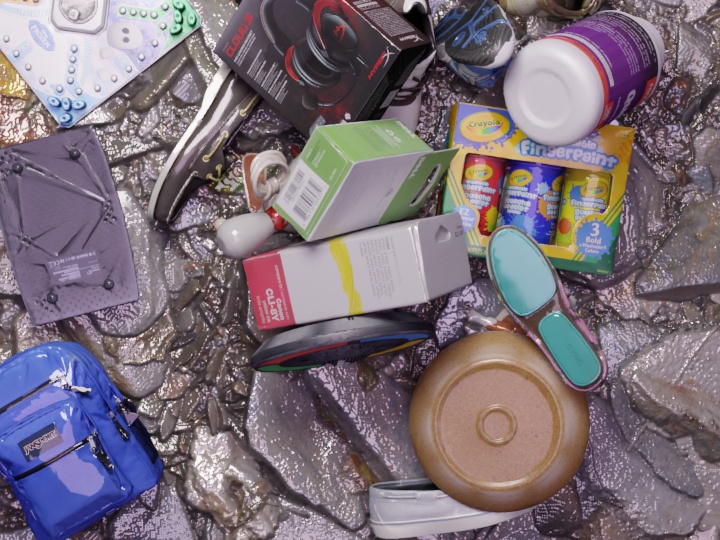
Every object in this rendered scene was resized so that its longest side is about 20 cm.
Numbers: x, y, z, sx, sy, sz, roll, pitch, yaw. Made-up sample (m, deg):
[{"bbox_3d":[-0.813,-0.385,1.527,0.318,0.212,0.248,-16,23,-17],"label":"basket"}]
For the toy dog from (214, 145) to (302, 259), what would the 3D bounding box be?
[{"bbox_3d":[-0.087,-0.090,1.481,0.096,0.200,0.132,30,118,34],"label":"toy dog"}]

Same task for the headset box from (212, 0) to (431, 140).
[{"bbox_3d":[-0.049,-0.240,1.429,0.200,0.075,0.149,44,121,12],"label":"headset box"}]

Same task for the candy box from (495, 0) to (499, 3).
[{"bbox_3d":[0.168,-0.397,1.509,0.115,0.055,0.201,9,93,-4],"label":"candy box"}]

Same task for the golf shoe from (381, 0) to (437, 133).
[{"bbox_3d":[0.040,-0.214,1.476,0.078,0.095,0.201,-7,118,-12],"label":"golf shoe"}]

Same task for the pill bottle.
[{"bbox_3d":[0.246,-0.210,1.455,0.112,0.200,0.113,19,122,33],"label":"pill bottle"}]

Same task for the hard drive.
[{"bbox_3d":[-0.327,-0.050,1.521,0.135,0.042,0.201,-14,94,-1],"label":"hard drive"}]

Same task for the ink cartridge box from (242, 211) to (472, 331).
[{"bbox_3d":[0.000,0.000,1.451,0.200,0.145,0.084,-11,94,25],"label":"ink cartridge box"}]

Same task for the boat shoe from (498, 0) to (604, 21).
[{"bbox_3d":[0.223,-0.301,1.457,0.063,0.200,0.073,12,104,36],"label":"boat shoe"}]

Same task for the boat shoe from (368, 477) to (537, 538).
[{"bbox_3d":[0.106,0.251,1.546,0.200,0.070,0.072,-10,98,1],"label":"boat shoe"}]

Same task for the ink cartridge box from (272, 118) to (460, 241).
[{"bbox_3d":[0.008,-0.099,1.428,0.059,0.200,0.104,44,121,21],"label":"ink cartridge box"}]

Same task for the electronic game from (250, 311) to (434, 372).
[{"bbox_3d":[-0.019,0.082,1.466,0.199,0.200,0.042,-10,81,-2],"label":"electronic game"}]

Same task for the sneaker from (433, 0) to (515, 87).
[{"bbox_3d":[0.132,-0.237,1.452,0.077,0.200,0.076,38,94,-16],"label":"sneaker"}]

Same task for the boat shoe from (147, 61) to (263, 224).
[{"bbox_3d":[-0.167,-0.135,1.507,0.060,0.072,0.202,29,90,0],"label":"boat shoe"}]

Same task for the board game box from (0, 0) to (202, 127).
[{"bbox_3d":[-0.312,-0.295,1.513,0.200,0.026,0.200,-38,94,1],"label":"board game box"}]

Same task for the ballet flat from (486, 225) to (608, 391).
[{"bbox_3d":[0.200,0.042,1.475,0.069,0.071,0.200,-35,83,10],"label":"ballet flat"}]

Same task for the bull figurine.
[{"bbox_3d":[0.172,0.096,1.541,0.121,0.065,0.201,10,88,4],"label":"bull figurine"}]

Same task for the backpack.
[{"bbox_3d":[-0.322,0.176,1.478,0.162,0.168,0.200,-30,91,-7],"label":"backpack"}]

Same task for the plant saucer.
[{"bbox_3d":[0.150,0.167,1.493,0.200,0.035,0.201,0,91,9],"label":"plant saucer"}]

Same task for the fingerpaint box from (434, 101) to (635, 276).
[{"bbox_3d":[0.190,-0.091,1.523,0.199,0.073,0.167,9,94,-3],"label":"fingerpaint box"}]
